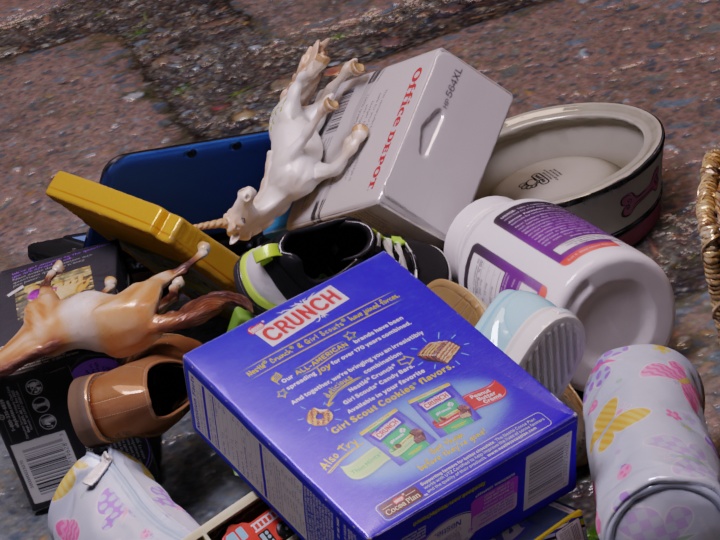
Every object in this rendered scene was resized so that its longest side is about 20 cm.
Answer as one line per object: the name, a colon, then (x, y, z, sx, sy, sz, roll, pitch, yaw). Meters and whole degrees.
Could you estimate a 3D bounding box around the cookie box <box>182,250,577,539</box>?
cookie box: (0.012, 0.096, 1.538, 0.171, 0.075, 0.200, -27, 49, -26)

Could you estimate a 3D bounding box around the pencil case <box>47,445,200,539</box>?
pencil case: (-0.142, 0.192, 1.634, 0.083, 0.091, 0.200, 3, 17, -29)

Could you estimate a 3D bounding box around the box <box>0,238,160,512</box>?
box: (-0.221, 0.079, 1.875, 0.106, 0.123, 0.200, -16, 24, 4)

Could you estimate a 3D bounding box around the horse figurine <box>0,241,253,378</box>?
horse figurine: (-0.183, 0.031, 1.752, 0.199, 0.050, 0.133, -4, 28, 25)

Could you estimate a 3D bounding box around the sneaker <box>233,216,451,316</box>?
sneaker: (0.000, 0.000, 1.791, 0.200, 0.072, 0.083, -4, -26, -38)

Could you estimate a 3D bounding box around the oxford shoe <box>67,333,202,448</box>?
oxford shoe: (-0.141, 0.085, 1.757, 0.071, 0.072, 0.200, -15, 6, 18)

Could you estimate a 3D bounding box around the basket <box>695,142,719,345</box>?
basket: (0.276, 0.013, 1.633, 0.149, 0.200, 0.143, -23, 27, -14)

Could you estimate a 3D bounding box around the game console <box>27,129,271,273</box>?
game console: (-0.171, -0.066, 2.089, 0.200, 0.119, 0.171, -11, 15, -34)

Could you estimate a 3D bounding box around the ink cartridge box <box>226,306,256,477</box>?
ink cartridge box: (0.001, 0.107, 1.763, 0.199, 0.076, 0.148, 14, 19, -17)

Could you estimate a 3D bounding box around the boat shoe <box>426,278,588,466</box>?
boat shoe: (0.101, 0.080, 1.730, 0.074, 0.069, 0.200, -52, 42, 12)

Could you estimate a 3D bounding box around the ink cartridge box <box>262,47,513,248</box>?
ink cartridge box: (0.021, -0.087, 1.985, 0.200, 0.084, 0.146, -11, 53, 59)

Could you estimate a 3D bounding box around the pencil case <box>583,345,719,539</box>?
pencil case: (0.194, 0.126, 1.563, 0.083, 0.091, 0.200, -46, 18, 19)

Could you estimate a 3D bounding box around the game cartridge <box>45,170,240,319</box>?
game cartridge: (-0.138, -0.006, 1.937, 0.176, 0.200, 0.032, 19, 78, 51)

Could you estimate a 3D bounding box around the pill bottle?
pill bottle: (0.143, 0.010, 1.822, 0.111, 0.112, 0.200, -23, 27, -17)

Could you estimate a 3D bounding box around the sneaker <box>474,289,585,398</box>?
sneaker: (0.071, 0.100, 1.648, 0.200, 0.074, 0.082, -51, 41, -3)

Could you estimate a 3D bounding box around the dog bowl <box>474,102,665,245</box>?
dog bowl: (0.163, -0.066, 2.013, 0.200, 0.074, 0.200, -12, 26, 6)

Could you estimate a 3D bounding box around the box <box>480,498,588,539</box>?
box: (0.054, 0.215, 1.508, 0.200, 0.064, 0.070, -30, 29, -30)

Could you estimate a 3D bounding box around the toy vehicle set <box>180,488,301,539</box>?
toy vehicle set: (-0.046, 0.202, 1.537, 0.200, 0.124, 0.027, -32, -12, -31)

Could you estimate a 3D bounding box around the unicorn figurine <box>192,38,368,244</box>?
unicorn figurine: (-0.055, -0.100, 1.974, 0.137, 0.074, 0.200, -46, 11, 31)
